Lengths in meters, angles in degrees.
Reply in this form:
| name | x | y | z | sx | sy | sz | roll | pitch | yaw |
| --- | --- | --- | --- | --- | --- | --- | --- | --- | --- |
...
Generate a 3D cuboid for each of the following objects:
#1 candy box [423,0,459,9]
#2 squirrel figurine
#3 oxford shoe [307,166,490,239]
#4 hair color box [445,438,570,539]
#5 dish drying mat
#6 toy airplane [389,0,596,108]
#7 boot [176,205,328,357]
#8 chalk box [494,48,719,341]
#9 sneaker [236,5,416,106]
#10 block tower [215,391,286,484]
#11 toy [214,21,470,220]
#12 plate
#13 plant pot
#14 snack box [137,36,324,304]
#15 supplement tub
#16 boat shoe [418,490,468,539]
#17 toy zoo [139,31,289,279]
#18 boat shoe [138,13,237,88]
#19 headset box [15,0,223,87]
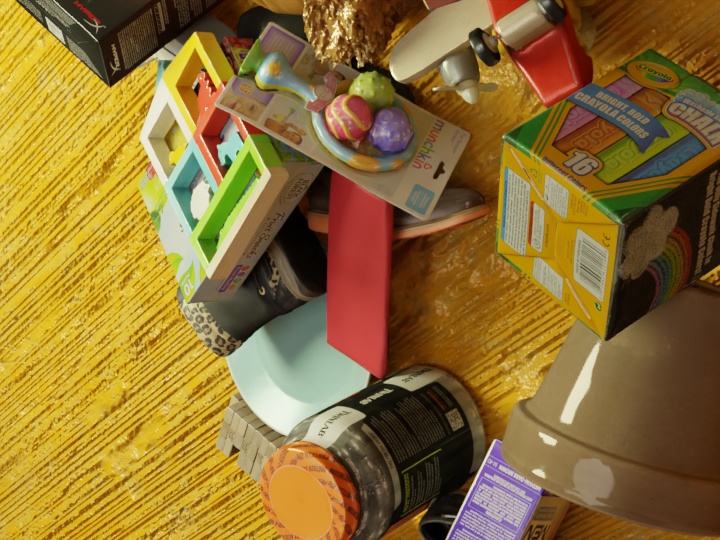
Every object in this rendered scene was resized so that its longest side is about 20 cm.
| name | x | y | z | sx | sy | sz | roll | pitch | yaw |
| --- | --- | --- | --- | --- | --- | --- | --- | --- | --- |
| candy box | 0.094 | -0.296 | 1.220 | 0.115 | 0.201 | 0.055 | -14 | 141 | 21 |
| squirrel figurine | -0.038 | -0.263 | 1.337 | 0.200 | 0.187 | 0.142 | 42 | 95 | 6 |
| oxford shoe | 0.026 | -0.070 | 1.443 | 0.199 | 0.071 | 0.073 | 3 | 105 | 39 |
| hair color box | 0.111 | 0.247 | 1.401 | 0.065 | 0.109 | 0.201 | 28 | 94 | 23 |
| dish drying mat | 0.000 | 0.000 | 1.443 | 0.077 | 0.018 | 0.201 | 32 | 137 | 33 |
| toy airplane | 0.132 | -0.218 | 1.279 | 0.199 | 0.141 | 0.200 | 15 | 77 | 44 |
| boot | -0.119 | -0.030 | 1.555 | 0.150 | 0.073 | 0.201 | -39 | 70 | 35 |
| chalk box | 0.212 | -0.068 | 1.204 | 0.124 | 0.199 | 0.125 | 40 | 148 | 33 |
| sneaker | -0.044 | -0.173 | 1.452 | 0.200 | 0.091 | 0.076 | 37 | 127 | 26 |
| block tower | -0.058 | 0.198 | 1.615 | 0.200 | 0.054 | 0.058 | 36 | 125 | 26 |
| toy | -0.008 | -0.136 | 1.366 | 0.199 | 0.115 | 0.047 | 27 | 141 | 2 |
| plate | -0.057 | 0.062 | 1.574 | 0.199 | 0.025 | 0.202 | 7 | 100 | 41 |
| plant pot | 0.226 | 0.090 | 1.277 | 0.199 | 0.200 | 0.176 | 21 | 98 | 33 |
| snack box | -0.118 | -0.086 | 1.454 | 0.200 | 0.053 | 0.143 | -53 | 53 | 40 |
| supplement tub | 0.011 | 0.168 | 1.450 | 0.122 | 0.200 | 0.123 | 14 | 113 | 35 |
| boat shoe | 0.138 | 0.270 | 1.475 | 0.199 | 0.057 | 0.067 | 30 | 122 | 28 |
| toy zoo | -0.135 | -0.110 | 1.414 | 0.131 | 0.020 | 0.201 | -55 | 52 | 38 |
| boat shoe | -0.183 | -0.221 | 1.565 | 0.202 | 0.074 | 0.086 | 38 | 142 | 33 |
| headset box | -0.204 | -0.285 | 1.491 | 0.149 | 0.200 | 0.077 | 43 | 161 | 20 |
